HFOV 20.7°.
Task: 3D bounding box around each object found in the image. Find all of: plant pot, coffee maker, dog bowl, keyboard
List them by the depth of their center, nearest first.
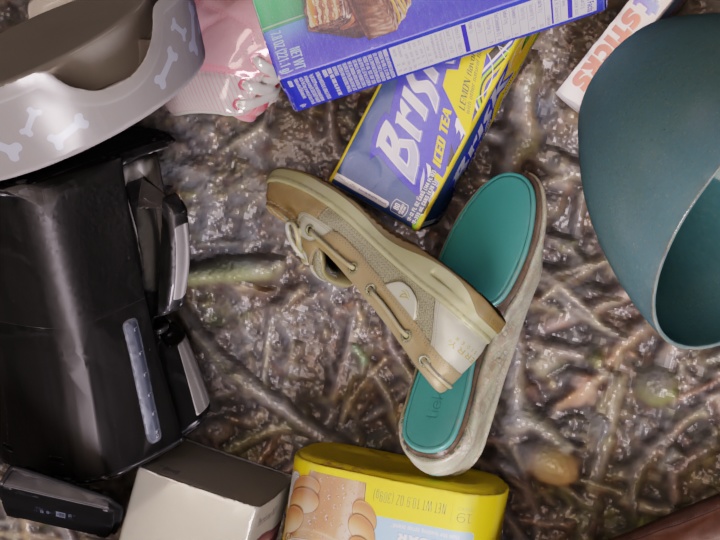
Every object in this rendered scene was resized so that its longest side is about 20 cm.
[{"bbox_3d":[0.205,-0.073,1.158,0.200,0.200,0.135,-52,56,13],"label":"plant pot"},{"bbox_3d":[-0.183,-0.119,1.187,0.200,0.200,0.059,-19,112,15],"label":"dog bowl"},{"bbox_3d":[-0.196,0.025,1.242,0.192,0.135,0.200,-15,108,-22],"label":"coffee maker"},{"bbox_3d":[-0.214,0.143,1.265,0.127,0.200,0.021,13,75,-6],"label":"keyboard"}]

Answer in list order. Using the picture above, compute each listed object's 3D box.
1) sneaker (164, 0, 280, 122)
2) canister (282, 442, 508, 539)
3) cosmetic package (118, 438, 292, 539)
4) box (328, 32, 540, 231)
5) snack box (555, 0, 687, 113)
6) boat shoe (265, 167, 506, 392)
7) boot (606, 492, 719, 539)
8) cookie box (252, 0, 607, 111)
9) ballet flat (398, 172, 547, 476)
[{"bbox_3d":[-0.050,-0.156,1.260,0.200,0.075,0.105,-17,91,19],"label":"sneaker"},{"bbox_3d":[0.012,0.222,1.274,0.148,0.087,0.200,10,96,13],"label":"canister"},{"bbox_3d":[-0.118,0.224,1.299,0.087,0.103,0.200,17,101,10],"label":"cosmetic package"},{"bbox_3d":[0.059,-0.128,1.240,0.070,0.064,0.200,30,102,10],"label":"box"},{"bbox_3d":[0.193,-0.179,1.197,0.024,0.072,0.200,40,103,8],"label":"snack box"},{"bbox_3d":[0.002,0.001,1.231,0.201,0.073,0.063,36,87,32],"label":"boat shoe"},{"bbox_3d":[0.196,0.234,1.244,0.200,0.064,0.187,-18,117,-1],"label":"boot"},{"bbox_3d":[0.026,-0.210,1.161,0.200,0.075,0.171,-18,80,3],"label":"cookie box"},{"bbox_3d":[0.074,0.035,1.251,0.067,0.062,0.200,15,78,30],"label":"ballet flat"}]
